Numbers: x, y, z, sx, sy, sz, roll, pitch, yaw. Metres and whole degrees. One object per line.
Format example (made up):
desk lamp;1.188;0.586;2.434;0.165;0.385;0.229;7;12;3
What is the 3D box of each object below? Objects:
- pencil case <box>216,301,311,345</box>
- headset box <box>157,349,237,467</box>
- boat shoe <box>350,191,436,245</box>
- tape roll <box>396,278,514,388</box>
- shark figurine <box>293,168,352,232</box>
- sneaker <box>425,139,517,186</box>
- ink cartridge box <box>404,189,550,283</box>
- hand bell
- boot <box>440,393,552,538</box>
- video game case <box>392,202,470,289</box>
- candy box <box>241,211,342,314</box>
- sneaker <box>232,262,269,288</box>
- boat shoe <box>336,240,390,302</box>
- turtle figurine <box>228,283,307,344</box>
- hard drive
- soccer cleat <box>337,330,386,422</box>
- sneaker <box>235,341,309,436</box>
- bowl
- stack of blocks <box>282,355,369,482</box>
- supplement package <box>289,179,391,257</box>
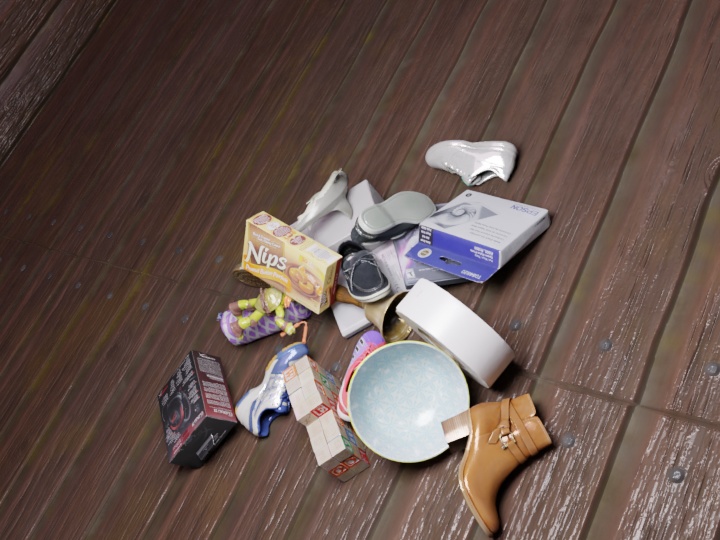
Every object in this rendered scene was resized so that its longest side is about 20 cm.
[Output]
pencil case;-0.199;0.092;1.686;0.200;0.084;0.086;-20;28;22
headset box;-0.331;0.286;1.614;0.149;0.075;0.200;-51;40;23
boat shoe;0.061;-0.098;1.517;0.076;0.200;0.060;60;138;19
tape roll;0.155;0.103;1.321;0.071;0.202;0.202;-49;44;-4
shark figurine;-0.065;-0.114;1.567;0.215;0.089;0.128;-52;10;-19
sneaker;0.213;-0.209;1.608;0.200;0.075;0.089;3;73;37
ink cartridge box;0.209;-0.069;1.467;0.200;0.041;0.199;-38;39;-29
hand bell;0.001;0.059;1.524;0.200;0.104;0.104;22;74;39
boot;0.222;0.292;1.229;0.154;0.074;0.201;-20;63;6
video game case;0.136;-0.051;1.531;0.142;0.019;0.200;-8;49;-6
candy box;-0.135;-0.016;1.535;0.200;0.116;0.055;30;39;23
sneaker;-0.187;-0.013;1.768;0.200;0.067;0.090;2;53;38
boat shoe;0.000;0.000;1.496;0.074;0.062;0.200;-26;29;-5
turtle figurine;-0.184;0.077;1.590;0.161;0.064;0.200;-27;61;17
hard drive;0.031;0.029;1.573;0.200;0.025;0.132;-31;62;15
soccer cleat;0.009;0.176;1.440;0.068;0.073;0.200;17;47;7
sneaker;-0.154;0.235;1.559;0.200;0.075;0.088;-53;51;5
bowl;0.077;0.212;1.350;0.200;0.200;0.108;-46;1;-1
stack of blocks;-0.063;0.263;1.430;0.059;0.115;0.200;-35;45;11
supplement package;-0.030;-0.067;1.642;0.200;0.120;0.121;-29;46;16
